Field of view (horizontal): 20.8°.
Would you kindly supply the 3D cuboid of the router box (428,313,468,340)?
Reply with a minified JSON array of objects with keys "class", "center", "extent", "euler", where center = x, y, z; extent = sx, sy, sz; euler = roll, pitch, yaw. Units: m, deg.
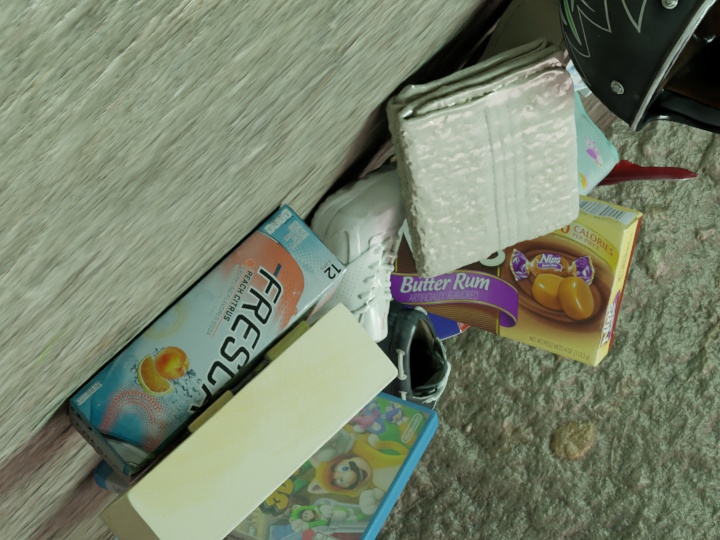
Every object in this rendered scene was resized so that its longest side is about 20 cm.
[{"class":"router box","center":[0.016,0.059,1.914],"extent":[0.198,0.049,0.179],"euler":[-20,-179,13]}]

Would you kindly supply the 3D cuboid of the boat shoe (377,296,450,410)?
[{"class":"boat shoe","center":[0.040,0.080,1.595],"extent":[0.200,0.060,0.076],"euler":[50,56,-63]}]

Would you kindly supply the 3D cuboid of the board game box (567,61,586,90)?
[{"class":"board game box","center":[0.224,-0.189,1.529],"extent":[0.198,0.026,0.200],"euler":[-17,161,-5]}]

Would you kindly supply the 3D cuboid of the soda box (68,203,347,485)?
[{"class":"soda box","center":[-0.101,0.049,1.306],"extent":[0.200,0.064,0.068],"euler":[-44,175,-17]}]

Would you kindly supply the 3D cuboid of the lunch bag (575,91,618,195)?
[{"class":"lunch bag","center":[0.105,-0.066,1.712],"extent":[0.199,0.123,0.170],"euler":[-33,-177,28]}]

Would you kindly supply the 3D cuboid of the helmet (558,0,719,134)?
[{"class":"helmet","center":[0.225,-0.187,1.296],"extent":[0.200,0.188,0.202],"euler":[-173,-90,-83]}]

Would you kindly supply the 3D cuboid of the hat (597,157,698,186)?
[{"class":"hat","center":[0.178,-0.066,1.921],"extent":[0.165,0.176,0.200],"euler":[-38,172,-48]}]

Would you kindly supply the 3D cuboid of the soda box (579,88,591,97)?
[{"class":"soda box","center":[0.220,-0.227,1.594],"extent":[0.064,0.068,0.200],"euler":[-39,173,-31]}]

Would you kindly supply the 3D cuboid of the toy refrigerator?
[{"class":"toy refrigerator","center":[-0.074,0.111,1.288],"extent":[0.200,0.070,0.076],"euler":[-41,-179,-25]}]

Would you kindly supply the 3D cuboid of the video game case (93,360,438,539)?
[{"class":"video game case","center":[-0.065,0.123,1.354],"extent":[0.144,0.198,0.018],"euler":[-57,154,-33]}]

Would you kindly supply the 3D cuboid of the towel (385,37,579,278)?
[{"class":"towel","center":[0.088,-0.077,1.381],"extent":[0.131,0.035,0.201],"euler":[-20,145,-7]}]

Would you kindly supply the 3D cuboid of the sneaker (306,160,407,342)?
[{"class":"sneaker","center":[0.000,0.000,1.472],"extent":[0.078,0.100,0.200],"euler":[-23,160,-49]}]

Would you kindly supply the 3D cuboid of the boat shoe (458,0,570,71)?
[{"class":"boat shoe","center":[0.101,-0.133,1.424],"extent":[0.059,0.072,0.200],"euler":[-36,166,-53]}]

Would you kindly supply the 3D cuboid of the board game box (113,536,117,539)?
[{"class":"board game box","center":[-0.125,0.182,1.709],"extent":[0.151,0.037,0.200],"euler":[-44,174,6]}]

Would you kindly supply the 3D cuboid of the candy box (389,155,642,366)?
[{"class":"candy box","center":[0.111,-0.014,1.545],"extent":[0.056,0.198,0.118],"euler":[-35,140,-63]}]
